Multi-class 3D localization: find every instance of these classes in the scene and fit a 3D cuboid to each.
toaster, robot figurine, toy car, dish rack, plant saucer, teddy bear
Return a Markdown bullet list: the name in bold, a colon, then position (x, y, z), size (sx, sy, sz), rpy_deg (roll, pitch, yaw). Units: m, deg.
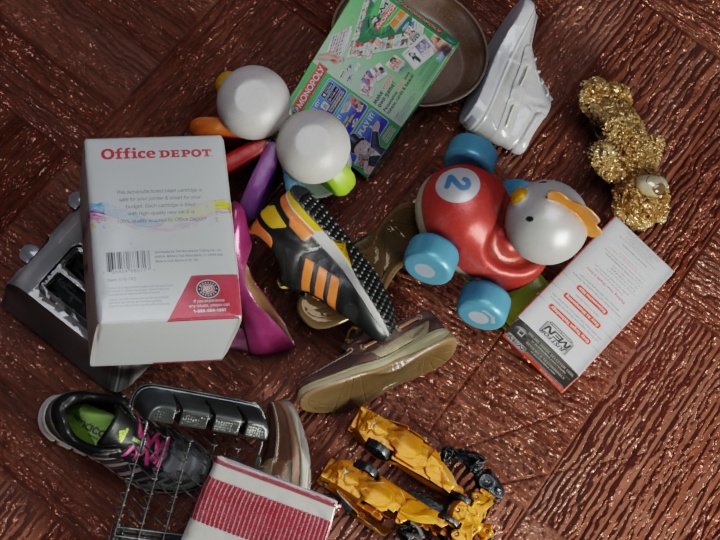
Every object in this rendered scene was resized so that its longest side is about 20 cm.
- **toaster**: position (-0.270, 0.019, 1.701), size (0.200, 0.119, 0.181), rpy_deg (38, 67, 3)
- **robot figurine**: position (0.061, 0.244, 1.720), size (0.199, 0.058, 0.145), rpy_deg (32, 67, 2)
- **toy car**: position (-0.106, -0.130, 1.771), size (0.200, 0.175, 0.150), rpy_deg (36, 85, 2)
- **dish rack**: position (-0.186, 0.229, 1.631), size (0.153, 0.055, 0.201), rpy_deg (13, 99, -25)
- **toy car**: position (0.180, -0.061, 1.747), size (0.177, 0.200, 0.185), rpy_deg (40, 55, -26)
- **plant saucer**: position (0.058, -0.273, 1.913), size (0.199, 0.037, 0.201), rpy_deg (7, 58, -11)
- **teddy bear**: position (0.330, -0.151, 1.906), size (0.145, 0.067, 0.201), rpy_deg (29, 46, -43)

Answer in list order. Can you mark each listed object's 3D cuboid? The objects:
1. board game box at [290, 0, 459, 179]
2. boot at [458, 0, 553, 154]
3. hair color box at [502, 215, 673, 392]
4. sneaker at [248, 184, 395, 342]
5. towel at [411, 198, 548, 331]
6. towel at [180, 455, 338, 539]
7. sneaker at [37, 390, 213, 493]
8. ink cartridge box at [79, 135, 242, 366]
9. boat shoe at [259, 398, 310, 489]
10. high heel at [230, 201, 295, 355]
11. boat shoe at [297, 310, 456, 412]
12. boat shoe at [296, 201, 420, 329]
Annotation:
- **board game box**: position (0.009, -0.226, 1.824), size (0.134, 0.200, 0.029), rpy_deg (37, 28, 4)
- **boot**: position (0.199, -0.239, 1.935), size (0.095, 0.074, 0.201), rpy_deg (30, 69, -13)
- **hair color box**: position (0.270, 0.038, 1.832), size (0.102, 0.061, 0.200), rpy_deg (44, 61, 6)
- **sneaker**: position (-0.043, 0.006, 1.714), size (0.090, 0.070, 0.200), rpy_deg (-34, 98, 17)
- **towel**: position (0.149, -0.023, 1.862), size (0.086, 0.018, 0.200), rpy_deg (-34, 80, -21)
- **towel**: position (-0.122, 0.308, 1.622), size (0.143, 0.023, 0.201), rpy_deg (21, 95, -9)
- **sneaker**: position (-0.250, 0.182, 1.654), size (0.199, 0.087, 0.074), rpy_deg (25, 73, -6)
- **ink cartridge box**: position (-0.209, -0.020, 1.584), size (0.144, 0.145, 0.201), rpy_deg (-2, 70, -14)
- **boat shoe**: position (-0.092, 0.237, 1.682), size (0.071, 0.076, 0.201), rpy_deg (-2, 69, -11)
- **high heel**: position (-0.113, 0.008, 1.709), size (0.096, 0.201, 0.068), rpy_deg (3, 41, -6)
- **boat shoe**: position (0.009, 0.097, 1.757), size (0.199, 0.072, 0.072), rpy_deg (-22, 60, -19)
- **boat shoe**: position (0.000, 0.000, 1.792), size (0.072, 0.072, 0.200), rpy_deg (46, 68, -3)
